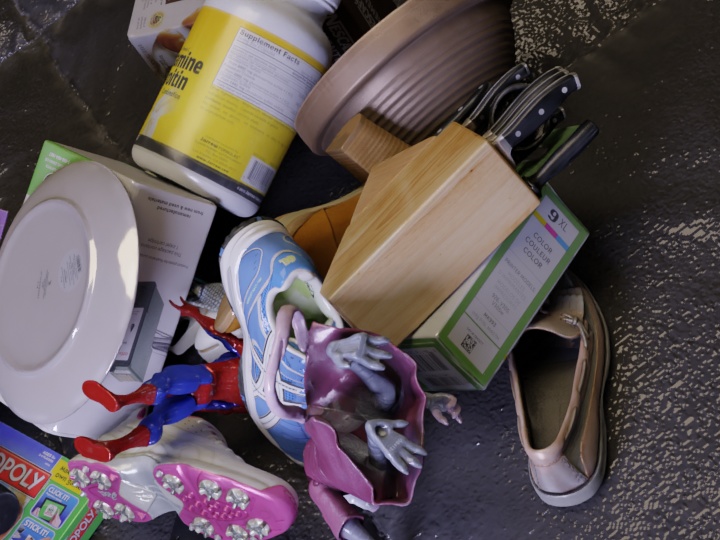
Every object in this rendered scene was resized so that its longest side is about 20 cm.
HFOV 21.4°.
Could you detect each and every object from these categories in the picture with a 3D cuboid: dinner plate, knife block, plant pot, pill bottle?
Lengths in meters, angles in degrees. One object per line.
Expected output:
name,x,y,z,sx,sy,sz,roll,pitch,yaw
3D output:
dinner plate,-0.231,0.014,1.424,0.200,0.024,0.201,-16,67,44
knife block,0.076,-0.051,1.303,0.175,0.064,0.200,-25,30,38
plant pot,0.054,-0.137,1.479,0.201,0.201,0.093,-39,81,-2
pill bottle,-0.090,-0.152,1.503,0.112,0.112,0.201,24,87,41

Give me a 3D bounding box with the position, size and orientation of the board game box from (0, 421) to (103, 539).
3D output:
board game box,-0.297,0.190,1.507,0.200,0.029,0.135,20,69,40

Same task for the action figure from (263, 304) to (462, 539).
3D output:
action figure,-0.013,0.125,1.290,0.148,0.200,0.134,19,68,-4

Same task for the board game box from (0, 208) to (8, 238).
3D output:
board game box,-0.331,0.051,1.520,0.120,0.032,0.201,161,125,-69

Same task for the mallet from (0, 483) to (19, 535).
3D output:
mallet,-0.342,0.237,1.455,0.066,0.041,0.200,30,79,41

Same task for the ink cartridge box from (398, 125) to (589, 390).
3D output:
ink cartridge box,0.093,-0.008,1.362,0.104,0.059,0.200,-6,44,57

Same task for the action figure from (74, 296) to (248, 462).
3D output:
action figure,-0.142,0.076,1.376,0.099,0.200,0.066,25,112,32

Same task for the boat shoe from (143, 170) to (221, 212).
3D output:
boat shoe,-0.131,-0.075,1.598,0.201,0.074,0.063,-36,80,-12

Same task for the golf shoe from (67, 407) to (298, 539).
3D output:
golf shoe,-0.119,0.139,1.375,0.199,0.076,0.092,7,43,35

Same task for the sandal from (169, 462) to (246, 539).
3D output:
sandal,-0.125,0.221,1.371,0.076,0.043,0.201,-9,52,25

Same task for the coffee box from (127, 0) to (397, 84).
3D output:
coffee box,-0.082,-0.212,1.637,0.199,0.114,0.080,-10,51,24

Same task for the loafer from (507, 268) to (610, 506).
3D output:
loafer,0.134,0.065,1.327,0.072,0.063,0.201,-16,49,18

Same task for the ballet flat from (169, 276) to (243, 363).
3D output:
ballet flat,-0.117,0.040,1.494,0.200,0.072,0.072,13,63,42

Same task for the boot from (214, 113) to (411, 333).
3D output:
boot,0.000,0.000,1.410,0.201,0.144,0.071,-53,16,-7

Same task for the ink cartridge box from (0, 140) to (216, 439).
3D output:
ink cartridge box,-0.211,0.017,1.483,0.145,0.084,0.201,25,97,49

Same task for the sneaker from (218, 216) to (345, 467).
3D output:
sneaker,-0.045,0.063,1.342,0.076,0.201,0.077,-28,30,-17
